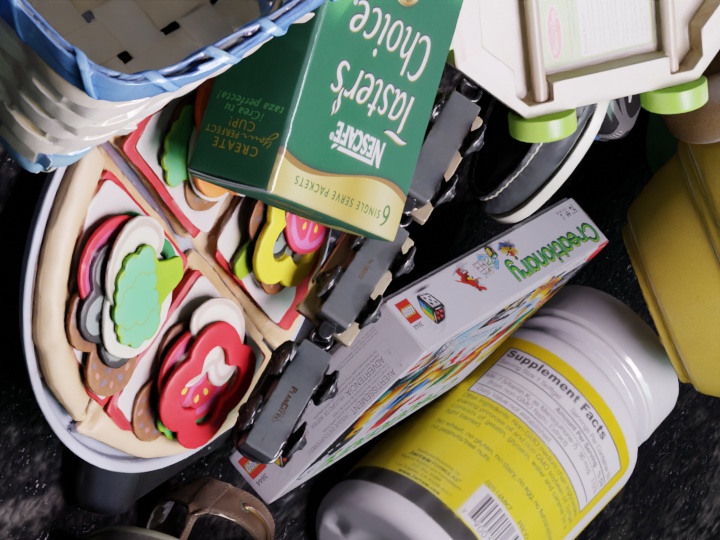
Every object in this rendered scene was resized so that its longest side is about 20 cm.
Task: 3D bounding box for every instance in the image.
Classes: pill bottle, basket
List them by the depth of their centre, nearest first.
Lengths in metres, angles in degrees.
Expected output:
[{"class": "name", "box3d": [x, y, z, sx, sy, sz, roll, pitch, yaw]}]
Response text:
[{"class": "basket", "box3d": [-0.070, -0.133, 0.914, 0.176, 0.139, 0.200, -36, 177, -38]}, {"class": "pill bottle", "box3d": [0.078, 0.104, 1.485, 0.200, 0.114, 0.114, -43, 150, -31]}]

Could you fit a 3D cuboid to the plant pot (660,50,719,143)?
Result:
[{"class": "plant pot", "box3d": [0.217, -0.154, 1.419, 0.027, 0.200, 0.200, 36, 85, -20]}]

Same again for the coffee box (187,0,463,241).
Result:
[{"class": "coffee box", "box3d": [0.001, -0.118, 1.134, 0.123, 0.044, 0.200, 23, 83, -63]}]

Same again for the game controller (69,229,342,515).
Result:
[{"class": "game controller", "box3d": [-0.058, 0.041, 1.276, 0.200, 0.042, 0.104, -32, 158, -41]}]

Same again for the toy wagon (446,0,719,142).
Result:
[{"class": "toy wagon", "box3d": [0.086, -0.139, 1.258, 0.200, 0.040, 0.156, -13, 112, -17]}]

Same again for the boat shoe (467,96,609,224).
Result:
[{"class": "boat shoe", "box3d": [0.094, -0.118, 1.331, 0.066, 0.075, 0.200, 19, 112, -34]}]

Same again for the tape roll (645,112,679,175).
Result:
[{"class": "tape roll", "box3d": [0.244, -0.127, 1.599, 0.200, 0.048, 0.201, -41, 149, -31]}]

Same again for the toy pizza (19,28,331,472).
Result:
[{"class": "toy pizza", "box3d": [-0.066, -0.007, 1.157, 0.200, 0.032, 0.201, -30, 130, -44]}]

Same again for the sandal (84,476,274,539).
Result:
[{"class": "sandal", "box3d": [-0.073, 0.126, 1.306, 0.201, 0.080, 0.057, 15, 87, -72]}]

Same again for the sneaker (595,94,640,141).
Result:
[{"class": "sneaker", "box3d": [0.163, -0.154, 1.386, 0.071, 0.083, 0.200, 7, 113, -62]}]

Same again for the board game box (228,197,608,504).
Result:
[{"class": "board game box", "box3d": [0.031, 0.036, 1.346, 0.126, 0.035, 0.200, -45, 170, 33]}]

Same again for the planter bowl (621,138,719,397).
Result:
[{"class": "planter bowl", "box3d": [0.193, 0.004, 1.466, 0.083, 0.201, 0.200, -22, 154, 8]}]

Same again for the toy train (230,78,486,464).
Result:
[{"class": "toy train", "box3d": [0.000, 0.000, 1.204, 0.200, 0.034, 0.046, -59, -171, -19]}]
